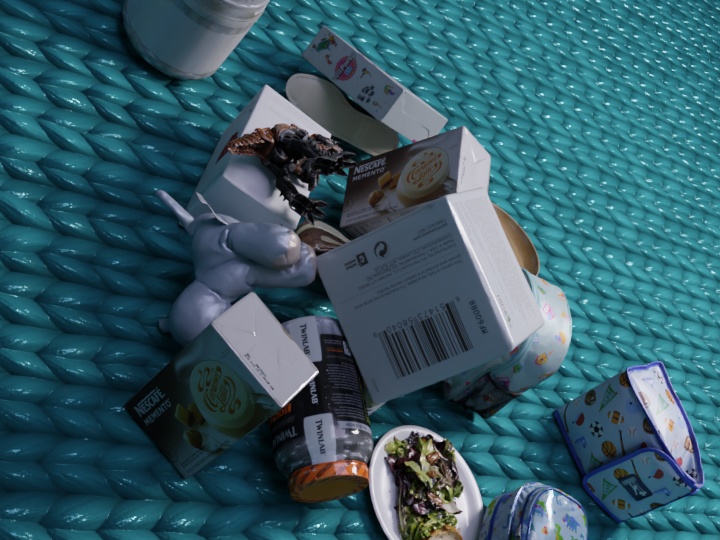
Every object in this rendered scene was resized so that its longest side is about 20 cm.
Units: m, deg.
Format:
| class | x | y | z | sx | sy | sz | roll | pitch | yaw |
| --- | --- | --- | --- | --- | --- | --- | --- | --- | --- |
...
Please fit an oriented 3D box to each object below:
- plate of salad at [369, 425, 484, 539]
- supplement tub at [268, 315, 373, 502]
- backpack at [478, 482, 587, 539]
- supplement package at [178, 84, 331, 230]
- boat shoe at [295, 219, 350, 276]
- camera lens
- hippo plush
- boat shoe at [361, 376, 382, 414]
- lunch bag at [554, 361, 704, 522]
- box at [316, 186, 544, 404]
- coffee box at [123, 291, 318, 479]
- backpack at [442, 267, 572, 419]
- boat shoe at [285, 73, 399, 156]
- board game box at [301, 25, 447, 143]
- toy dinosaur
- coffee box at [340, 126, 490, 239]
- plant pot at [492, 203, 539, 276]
| class | x | y | z | sx | sy | sz | roll | pitch | yaw |
| --- | --- | --- | --- | --- | --- | --- | --- | --- | --- |
| plate of salad | 0.095 | 0.295 | 1.323 | 0.199 | 0.048 | 0.202 | 23 | 48 | -28 |
| supplement tub | -0.053 | 0.168 | 1.221 | 0.122 | 0.122 | 0.202 | 12 | 53 | -36 |
| backpack | 0.226 | 0.381 | 1.326 | 0.162 | 0.154 | 0.201 | 31 | 34 | -17 |
| supplement package | -0.138 | -0.125 | 1.354 | 0.119 | 0.121 | 0.201 | 35 | 42 | -19 |
| boat shoe | -0.003 | 0.005 | 1.406 | 0.200 | 0.075 | 0.075 | 22 | 29 | -16 |
| camera lens | -0.223 | -0.376 | 1.396 | 0.159 | 0.200 | 0.161 | 24 | 48 | -29 |
| hippo plush | -0.151 | 0.024 | 1.193 | 0.200 | 0.158 | 0.162 | 33 | 71 | -47 |
| boat shoe | 0.051 | 0.135 | 1.386 | 0.072 | 0.062 | 0.200 | 50 | 39 | -1 |
| lunch bag | 0.415 | 0.267 | 1.545 | 0.123 | 0.170 | 0.202 | -5 | 66 | -41 |
| box | 0.089 | 0.027 | 1.255 | 0.171 | 0.198 | 0.202 | -16 | 83 | -65 |
| coffee box | -0.154 | 0.128 | 1.095 | 0.115 | 0.200 | 0.080 | 51 | 39 | -1 |
| backpack | 0.197 | 0.090 | 1.436 | 0.153 | 0.199 | 0.177 | 34 | 43 | -31 |
| boat shoe | -0.031 | -0.241 | 1.585 | 0.199 | 0.072 | 0.060 | 29 | 3 | -10 |
| board game box | 0.022 | -0.283 | 1.569 | 0.200 | 0.064 | 0.147 | 45 | 12 | 31 |
| toy dinosaur | -0.087 | -0.137 | 1.266 | 0.198 | 0.103 | 0.136 | -18 | 52 | -35 |
| coffee box | 0.077 | -0.111 | 1.428 | 0.080 | 0.198 | 0.116 | 39 | 49 | -40 |
| plant pot | 0.196 | -0.047 | 1.599 | 0.198 | 0.028 | 0.201 | 23 | 37 | -19 |
